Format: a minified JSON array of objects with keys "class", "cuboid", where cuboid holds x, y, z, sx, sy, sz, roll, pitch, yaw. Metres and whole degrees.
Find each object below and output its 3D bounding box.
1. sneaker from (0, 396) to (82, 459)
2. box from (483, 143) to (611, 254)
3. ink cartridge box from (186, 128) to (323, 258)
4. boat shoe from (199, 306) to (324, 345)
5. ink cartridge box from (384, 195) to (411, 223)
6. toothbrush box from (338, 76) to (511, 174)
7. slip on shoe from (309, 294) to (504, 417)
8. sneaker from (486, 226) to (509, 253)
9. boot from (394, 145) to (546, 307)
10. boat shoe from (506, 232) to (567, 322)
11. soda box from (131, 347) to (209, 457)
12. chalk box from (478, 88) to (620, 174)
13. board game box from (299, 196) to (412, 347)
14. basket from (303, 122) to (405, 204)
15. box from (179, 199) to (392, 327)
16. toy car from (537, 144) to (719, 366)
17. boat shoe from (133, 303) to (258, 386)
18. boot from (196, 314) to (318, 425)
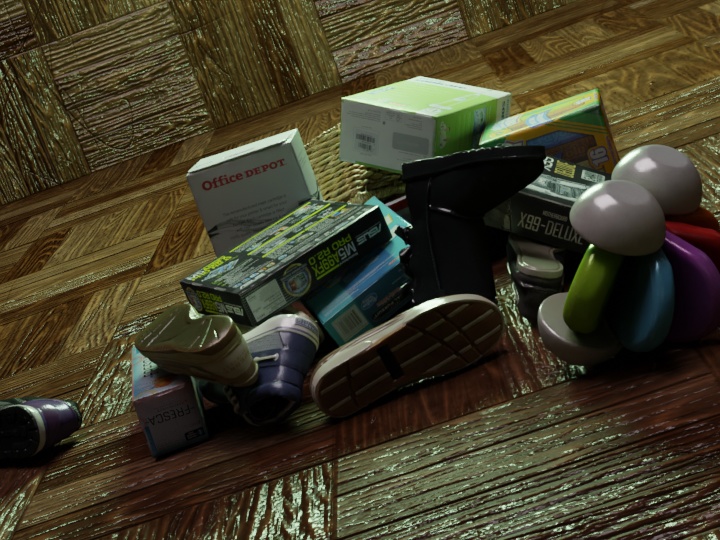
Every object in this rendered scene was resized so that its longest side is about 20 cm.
[{"class":"sneaker","cuboid":[-0.397,0.180,1.652,0.199,0.076,0.087,-3,8,39]},{"class":"box","cuboid":[0.217,-0.078,1.608,0.157,0.050,0.200,17,19,6]},{"class":"ink cartridge box","cuboid":[-0.117,-0.063,1.853,0.144,0.201,0.084,-17,15,10]},{"class":"boat shoe","cuboid":[-0.122,0.081,1.625,0.199,0.075,0.068,-1,42,49]},{"class":"ink cartridge box","cuboid":[0.054,-0.070,1.877,0.162,0.050,0.200,-24,4,-16]},{"class":"toothbrush box","cuboid":[0.085,-0.188,1.878,0.145,0.087,0.200,14,23,29]},{"class":"slip on shoe","cuboid":[0.042,0.078,1.408,0.199,0.076,0.061,-29,18,-2]},{"class":"sneaker","cuboid":[0.134,-0.036,1.712,0.199,0.076,0.091,-30,22,-2]},{"class":"boot","cuboid":[0.116,-0.040,1.483,0.073,0.163,0.198,-2,-4,-44]},{"class":"boat shoe","cuboid":[0.182,0.002,1.523,0.066,0.057,0.200,10,15,5]},{"class":"soda box","cuboid":[-0.206,0.129,1.545,0.063,0.069,0.200,-19,14,-4]},{"class":"chalk box","cuboid":[0.220,-0.132,1.809,0.199,0.124,0.124,-17,15,12]},{"class":"board game box","cuboid":[0.000,0.000,1.660,0.151,0.047,0.200,-38,24,-4]},{"class":"basket","cuboid":[-0.023,-0.092,1.993,0.200,0.142,0.150,-29,50,33]},{"class":"box","cuboid":[-0.085,-0.012,1.636,0.200,0.044,0.160,-33,20,-25]},{"class":"toy car","cuboid":[0.258,0.002,1.282,0.150,0.176,0.200,29,37,20]},{"class":"boat shoe","cuboid":[-0.167,0.080,1.463,0.073,0.063,0.200,-45,23,-24]},{"class":"boot","cuboid":[-0.116,0.118,1.467,0.200,0.073,0.091,-36,34,50]}]
